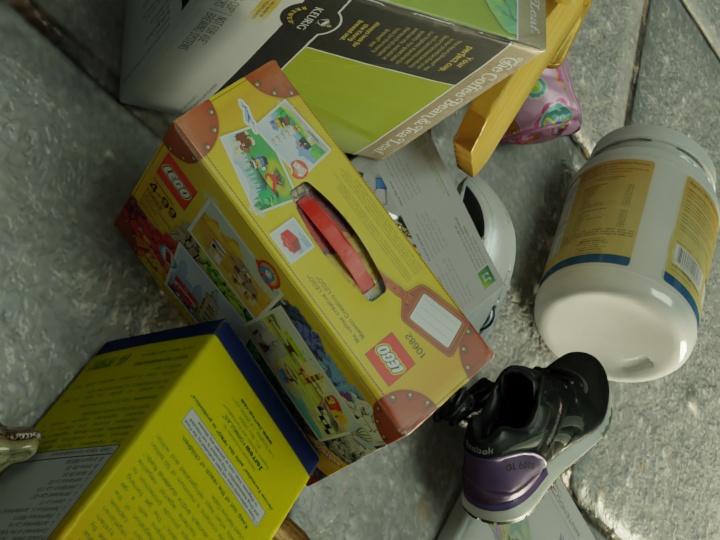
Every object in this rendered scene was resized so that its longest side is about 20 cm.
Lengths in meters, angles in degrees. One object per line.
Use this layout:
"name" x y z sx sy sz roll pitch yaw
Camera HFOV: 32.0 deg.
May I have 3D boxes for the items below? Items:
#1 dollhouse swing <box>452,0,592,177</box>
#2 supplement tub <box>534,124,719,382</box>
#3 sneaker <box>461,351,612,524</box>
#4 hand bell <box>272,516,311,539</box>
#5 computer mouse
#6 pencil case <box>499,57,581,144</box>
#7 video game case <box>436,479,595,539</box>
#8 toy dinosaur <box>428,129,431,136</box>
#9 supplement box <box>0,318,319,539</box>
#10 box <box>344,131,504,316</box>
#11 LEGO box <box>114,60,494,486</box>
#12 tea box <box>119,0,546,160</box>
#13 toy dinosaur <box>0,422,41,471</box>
"dollhouse swing" 0.083 -0.200 0.918 0.182 0.176 0.200 48 2 6
"supplement tub" 0.246 -0.018 1.136 0.145 0.143 0.202 49 48 -31
"sneaker" 0.144 0.105 0.985 0.200 0.075 0.089 -43 134 -46
"hand bell" -0.014 0.212 0.825 0.200 0.104 0.105 42 50 -21
"computer mouse" 0.094 0.023 0.985 0.109 0.043 0.204 22 72 -63
"pencil case" 0.143 -0.213 1.106 0.087 0.087 0.204 -5 86 -51
"video game case" 0.129 0.246 1.025 0.184 0.022 0.201 58 43 -23
"toy dinosaur" 0.042 -0.085 0.987 0.101 0.057 0.204 15 77 -64
"supplement box" -0.128 0.137 0.666 0.110 0.108 0.201 58 44 -24
"box" 0.000 0.000 0.870 0.199 0.036 0.146 -36 105 -34
"LEGO box" -0.039 0.009 0.718 0.077 0.149 0.201 -36 88 -30
"tea box" -0.021 -0.174 0.759 0.194 0.199 0.136 11 71 -27
"toy dinosaur" -0.232 0.103 0.581 0.198 0.048 0.088 12 30 -47
